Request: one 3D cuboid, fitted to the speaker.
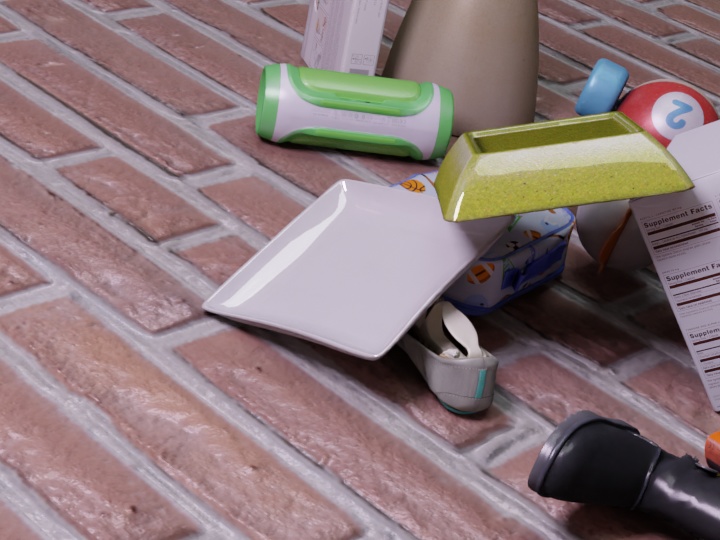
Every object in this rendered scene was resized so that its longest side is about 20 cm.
[{"bbox_3d":[-0.007,-0.166,1.736,0.199,0.089,0.089,6,27,-9],"label":"speaker"}]

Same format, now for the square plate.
[{"bbox_3d":[0.000,0.000,1.386,0.200,0.029,0.198,14,45,39],"label":"square plate"}]

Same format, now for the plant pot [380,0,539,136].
[{"bbox_3d":[0.126,-0.279,1.877,0.187,0.201,0.187,8,27,-4],"label":"plant pot"}]

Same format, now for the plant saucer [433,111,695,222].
[{"bbox_3d":[0.161,-0.093,1.380,0.199,0.048,0.200,-8,13,1],"label":"plant saucer"}]

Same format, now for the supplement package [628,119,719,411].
[{"bbox_3d":[0.351,-0.021,1.421,0.147,0.201,0.191,-18,13,29],"label":"supplement package"}]

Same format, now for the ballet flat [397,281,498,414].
[{"bbox_3d":[0.057,0.044,1.379,0.067,0.064,0.200,-4,31,-28],"label":"ballet flat"}]

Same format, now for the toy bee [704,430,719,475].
[{"bbox_3d":[0.370,0.144,1.281,0.199,0.109,0.131,-16,19,7],"label":"toy bee"}]

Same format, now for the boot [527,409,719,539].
[{"bbox_3d":[0.237,0.172,1.174,0.200,0.066,0.165,31,17,29],"label":"boot"}]

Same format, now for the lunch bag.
[{"bbox_3d":[0.101,-0.027,1.524,0.160,0.076,0.200,28,31,25],"label":"lunch bag"}]

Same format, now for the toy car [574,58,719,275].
[{"bbox_3d":[0.265,-0.074,1.570,0.184,0.177,0.200,26,33,5],"label":"toy car"}]

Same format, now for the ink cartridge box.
[{"bbox_3d":[-0.014,-0.297,1.856,0.045,0.201,0.176,3,28,-16],"label":"ink cartridge box"}]
